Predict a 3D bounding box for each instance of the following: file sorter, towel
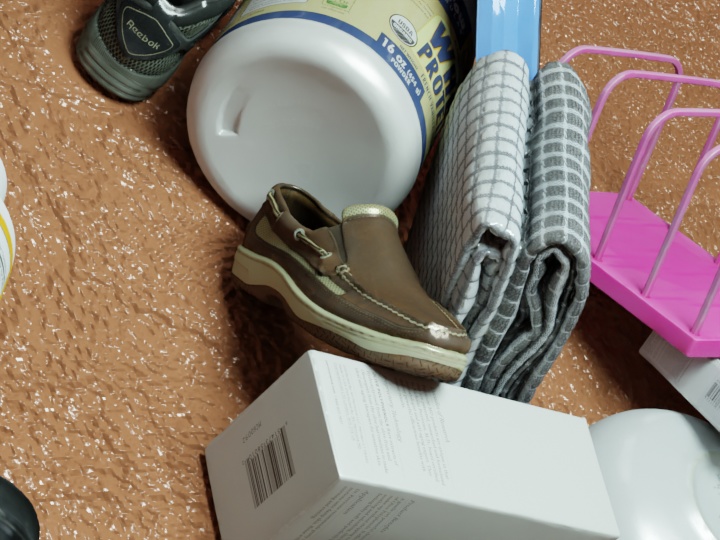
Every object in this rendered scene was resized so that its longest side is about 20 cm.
[{"bbox_3d":[0.211,-0.048,1.677,0.138,0.126,0.200,1,29,-44],"label":"file sorter"},{"bbox_3d":[0.079,-0.001,1.498,0.085,0.201,0.166,11,43,-7],"label":"towel"}]

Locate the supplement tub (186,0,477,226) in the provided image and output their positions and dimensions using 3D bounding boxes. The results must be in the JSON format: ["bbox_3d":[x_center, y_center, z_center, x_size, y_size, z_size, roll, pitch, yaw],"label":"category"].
[{"bbox_3d":[-0.010,-0.126,1.576,0.144,0.144,0.200,39,37,-9],"label":"supplement tub"}]

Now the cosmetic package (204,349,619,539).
[{"bbox_3d":[0.029,0.122,1.414,0.199,0.108,0.085,15,46,-37],"label":"cosmetic package"}]

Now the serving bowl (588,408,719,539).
[{"bbox_3d":[0.212,0.163,1.593,0.199,0.066,0.201,27,39,-25],"label":"serving bowl"}]

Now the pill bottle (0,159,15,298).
[{"bbox_3d":[-0.231,0.013,1.254,0.109,0.109,0.201,33,38,-17],"label":"pill bottle"}]

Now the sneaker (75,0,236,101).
[{"bbox_3d":[-0.096,-0.191,1.581,0.076,0.114,0.200,41,34,-9],"label":"sneaker"}]

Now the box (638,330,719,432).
[{"bbox_3d":[0.281,0.115,1.661,0.200,0.036,0.144,36,7,-27],"label":"box"}]

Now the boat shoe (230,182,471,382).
[{"bbox_3d":[-0.005,-0.001,1.434,0.074,0.075,0.202,14,8,-39],"label":"boat shoe"}]

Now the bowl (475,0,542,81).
[{"bbox_3d":[0.092,-0.152,1.605,0.039,0.201,0.201,2,44,4],"label":"bowl"}]

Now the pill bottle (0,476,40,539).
[{"bbox_3d":[-0.192,0.185,1.129,0.111,0.112,0.201,27,41,-24],"label":"pill bottle"}]
